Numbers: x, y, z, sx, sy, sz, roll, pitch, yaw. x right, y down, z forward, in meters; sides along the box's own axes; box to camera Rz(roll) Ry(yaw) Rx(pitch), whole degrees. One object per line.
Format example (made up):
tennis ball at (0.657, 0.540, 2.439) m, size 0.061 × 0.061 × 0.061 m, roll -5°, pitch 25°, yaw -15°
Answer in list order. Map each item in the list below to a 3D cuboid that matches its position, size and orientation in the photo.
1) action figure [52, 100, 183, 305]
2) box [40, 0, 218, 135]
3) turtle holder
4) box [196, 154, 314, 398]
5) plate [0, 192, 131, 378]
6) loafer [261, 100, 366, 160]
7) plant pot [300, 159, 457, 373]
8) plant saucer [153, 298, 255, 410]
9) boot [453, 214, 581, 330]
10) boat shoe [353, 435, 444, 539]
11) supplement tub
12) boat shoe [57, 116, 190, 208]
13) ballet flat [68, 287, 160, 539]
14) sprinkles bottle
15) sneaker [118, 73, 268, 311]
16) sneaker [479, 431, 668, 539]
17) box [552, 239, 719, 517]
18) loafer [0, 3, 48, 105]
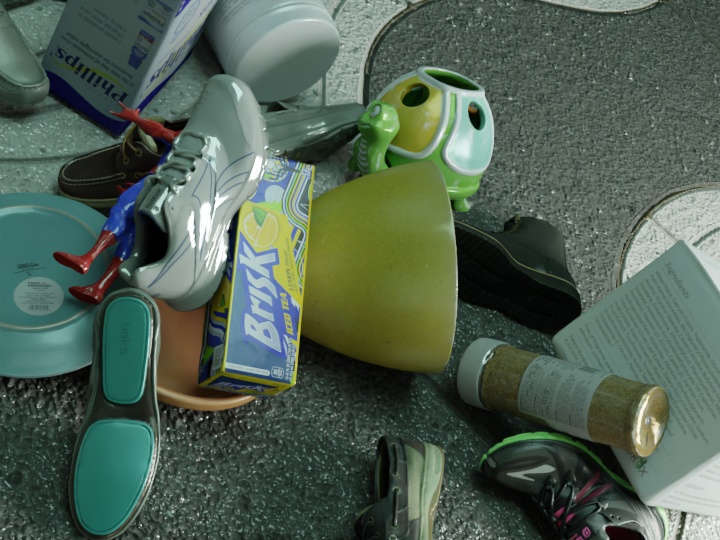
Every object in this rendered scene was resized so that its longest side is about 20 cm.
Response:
action figure at (-0.202, -0.069, 1.180) m, size 0.099 × 0.065 × 0.200 m, roll 22°, pitch 55°, yaw 27°
box at (-0.210, -0.270, 1.369) m, size 0.105 × 0.200 × 0.184 m, roll 34°, pitch 41°, yaw -4°
turtle holder at (0.057, -0.146, 1.454) m, size 0.185 × 0.132 × 0.141 m, roll 10°, pitch 25°, yaw -29°
box at (-0.089, 0.003, 1.187) m, size 0.070 × 0.064 × 0.201 m, roll 13°, pitch 70°, yaw -23°
plate at (-0.280, 0.002, 1.162) m, size 0.199 × 0.026 × 0.201 m, roll 8°, pitch 49°, yaw -9°
loafer at (-0.070, -0.151, 1.453) m, size 0.200 × 0.070 × 0.070 m, roll -21°, pitch 72°, yaw -45°
plant pot at (0.000, 0.000, 1.288) m, size 0.141 × 0.201 × 0.201 m, roll -3°, pitch 50°, yaw -10°
plant saucer at (-0.160, 0.045, 1.231) m, size 0.199 × 0.038 × 0.201 m, roll 19°, pitch 43°, yaw -18°
boot at (0.145, -0.028, 1.491) m, size 0.200 × 0.077 × 0.139 m, roll 31°, pitch 34°, yaw -22°
boat shoe at (0.025, 0.222, 1.170) m, size 0.066 × 0.072 × 0.201 m, roll 19°, pitch 42°, yaw -3°
supplement tub at (-0.119, -0.299, 1.512) m, size 0.131 × 0.132 × 0.201 m, roll -6°, pitch 57°, yaw -38°
boat shoe at (-0.189, -0.112, 1.264) m, size 0.199 × 0.072 × 0.072 m, roll -9°, pitch 44°, yaw 10°
ballet flat at (-0.191, 0.116, 1.108) m, size 0.067 × 0.064 × 0.201 m, roll 6°, pitch 79°, yaw -5°
sprinkles bottle at (0.187, 0.117, 1.294) m, size 0.199 × 0.069 × 0.068 m, roll 14°, pitch 25°, yaw 39°
sneaker at (-0.137, -0.066, 1.131) m, size 0.074 × 0.201 × 0.087 m, roll 15°, pitch -1°, yaw 35°
sneaker at (0.203, 0.217, 1.285) m, size 0.199 × 0.077 × 0.084 m, roll 28°, pitch 37°, yaw -7°
box at (0.335, 0.111, 1.356) m, size 0.199 × 0.171 × 0.201 m, roll 20°, pitch 38°, yaw -53°
loafer at (-0.370, -0.239, 1.319) m, size 0.200 × 0.070 × 0.070 m, roll 44°, pitch 41°, yaw 9°
